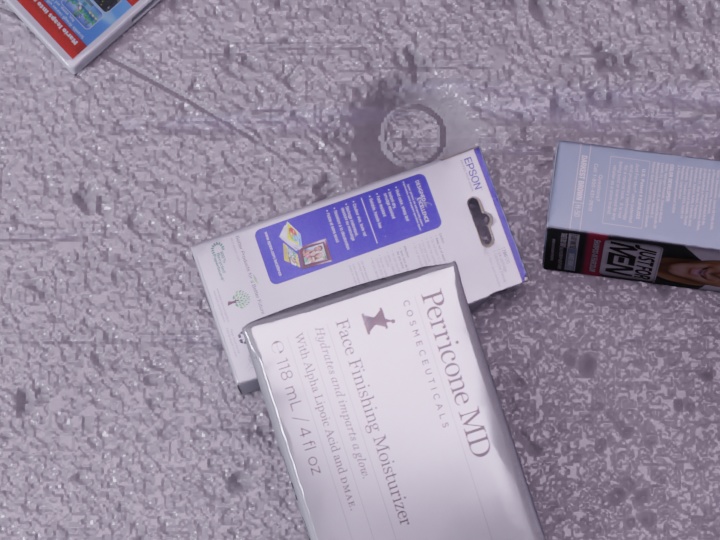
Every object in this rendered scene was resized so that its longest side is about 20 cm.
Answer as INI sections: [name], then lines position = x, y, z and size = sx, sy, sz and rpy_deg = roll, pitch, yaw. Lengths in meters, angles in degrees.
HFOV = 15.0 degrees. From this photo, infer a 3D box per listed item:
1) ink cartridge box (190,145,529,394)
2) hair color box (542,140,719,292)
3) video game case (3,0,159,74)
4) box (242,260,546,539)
[ink cartridge box]
position = 0.000, 0.000, 1.755
size = 0.199, 0.039, 0.100
rpy_deg = -19, 75, -1
[hair color box]
position = 0.217, -0.028, 1.721
size = 0.199, 0.099, 0.061
rpy_deg = 7, 76, 4
[video game case]
position = -0.164, -0.247, 1.835
size = 0.200, 0.017, 0.143
rpy_deg = -42, 78, -8
[box]
position = 0.020, 0.106, 1.626
size = 0.130, 0.200, 0.200
rpy_deg = -18, 89, -3
